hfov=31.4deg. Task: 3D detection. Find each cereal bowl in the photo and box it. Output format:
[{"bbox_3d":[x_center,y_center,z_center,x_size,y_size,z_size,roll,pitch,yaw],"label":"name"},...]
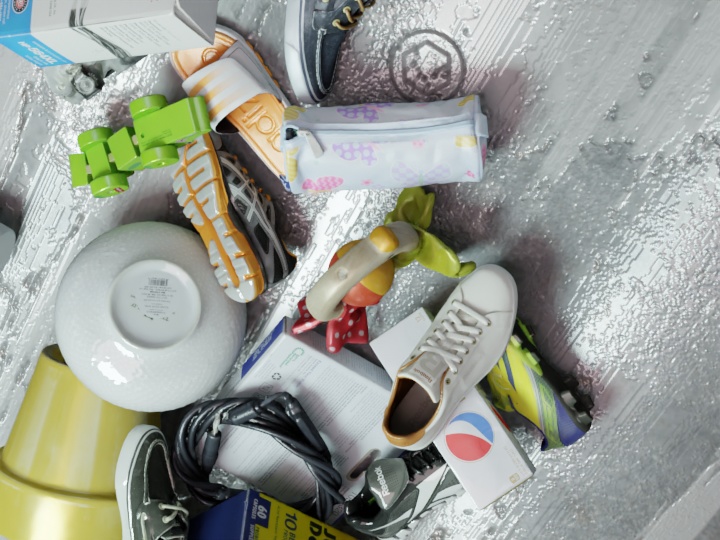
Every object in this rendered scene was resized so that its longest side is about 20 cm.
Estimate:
[{"bbox_3d":[-0.213,0.043,1.306,0.199,0.083,0.201,2,79,-11],"label":"cereal bowl"}]

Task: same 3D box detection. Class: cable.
[{"bbox_3d":[-0.106,0.216,1.359,0.162,0.051,0.200,-22,123,13],"label":"cable"}]

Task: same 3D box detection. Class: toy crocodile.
[{"bbox_3d":[-0.226,-0.125,1.297,0.199,0.062,0.068,-23,81,32],"label":"toy crocodile"}]

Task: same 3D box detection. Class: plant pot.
[{"bbox_3d":[-0.300,0.186,1.399,0.200,0.201,0.190,12,98,11],"label":"plant pot"}]

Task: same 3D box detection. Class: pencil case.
[{"bbox_3d":[0.022,-0.122,1.216,0.199,0.084,0.091,-2,152,6],"label":"pencil case"}]

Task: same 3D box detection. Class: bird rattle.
[{"bbox_3d":[0.000,0.000,1.254,0.200,0.163,0.113,-33,79,16],"label":"bird rattle"}]

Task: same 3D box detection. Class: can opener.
[{"bbox_3d":[-0.231,-0.240,1.279,0.199,0.067,0.053,-33,119,12],"label":"can opener"}]

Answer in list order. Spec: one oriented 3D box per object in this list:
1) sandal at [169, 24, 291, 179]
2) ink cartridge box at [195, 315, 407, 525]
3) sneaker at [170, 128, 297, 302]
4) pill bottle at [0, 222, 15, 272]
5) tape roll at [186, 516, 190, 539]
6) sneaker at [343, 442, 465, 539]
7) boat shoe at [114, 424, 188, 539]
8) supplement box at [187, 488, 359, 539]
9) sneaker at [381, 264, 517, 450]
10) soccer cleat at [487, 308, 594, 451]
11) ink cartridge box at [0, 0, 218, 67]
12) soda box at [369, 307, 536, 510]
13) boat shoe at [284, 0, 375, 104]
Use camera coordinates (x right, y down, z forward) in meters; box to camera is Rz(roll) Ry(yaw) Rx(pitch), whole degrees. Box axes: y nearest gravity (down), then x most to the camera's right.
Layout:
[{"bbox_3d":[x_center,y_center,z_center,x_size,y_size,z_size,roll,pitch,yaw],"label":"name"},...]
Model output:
[{"bbox_3d":[-0.111,-0.159,1.269,0.079,0.059,0.207,-41,96,25],"label":"sandal"},{"bbox_3d":[-0.055,0.166,1.381,0.199,0.043,0.196,31,118,-21],"label":"ink cartridge box"},{"bbox_3d":[-0.131,-0.068,1.308,0.078,0.077,0.201,-25,85,52],"label":"sneaker"},{"bbox_3d":[-0.482,-0.057,1.389,0.199,0.112,0.112,29,116,3],"label":"pill bottle"},{"bbox_3d":[-0.271,0.348,1.440,0.199,0.200,0.066,-18,106,22],"label":"tape roll"},{"bbox_3d":[0.055,0.220,1.350,0.090,0.067,0.200,17,127,-40],"label":"sneaker"},{"bbox_3d":[-0.207,0.260,1.321,0.063,0.071,0.201,-2,89,32],"label":"boat shoe"},{"bbox_3d":[-0.082,0.334,1.376,0.200,0.109,0.109,31,135,-31],"label":"supplement box"},{"bbox_3d":[0.086,0.084,1.216,0.073,0.085,0.201,29,91,17],"label":"sneaker"},{"bbox_3d":[0.152,0.101,1.293,0.084,0.065,0.200,-37,98,25],"label":"soccer cleat"},{"bbox_3d":[-0.234,-0.280,1.203,0.199,0.084,0.147,-2,75,21],"label":"ink cartridge box"},{"bbox_3d":[0.094,0.138,1.286,0.068,0.064,0.200,-35,81,6],"label":"soda box"},{"bbox_3d":[-0.017,-0.251,1.198,0.090,0.071,0.201,8,111,18],"label":"boat shoe"}]
